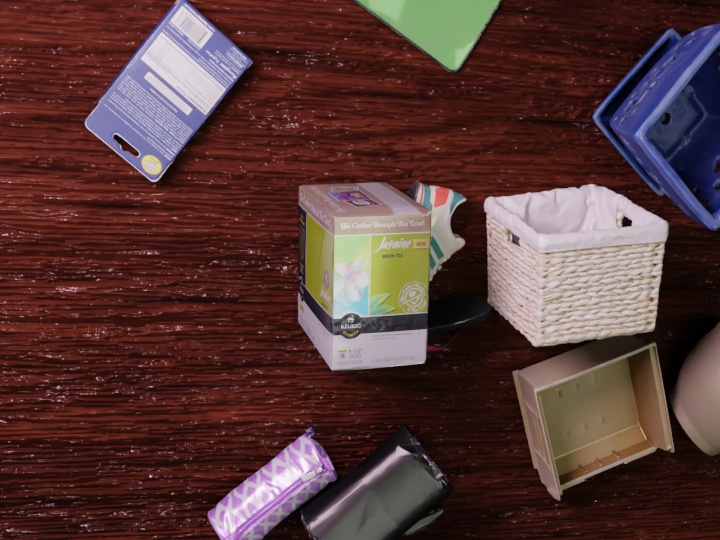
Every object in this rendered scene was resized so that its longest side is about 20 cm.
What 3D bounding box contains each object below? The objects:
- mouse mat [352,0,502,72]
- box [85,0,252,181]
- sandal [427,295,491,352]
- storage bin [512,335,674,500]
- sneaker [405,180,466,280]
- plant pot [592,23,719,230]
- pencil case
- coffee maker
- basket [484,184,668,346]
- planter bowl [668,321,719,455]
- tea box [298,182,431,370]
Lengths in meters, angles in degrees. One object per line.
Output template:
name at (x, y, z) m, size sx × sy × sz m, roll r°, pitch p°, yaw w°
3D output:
mouse mat at (0.094, -0.381, 1.497) m, size 0.198 × 0.008 × 0.162 m, roll 32°, pitch 94°, yaw -23°
box at (-0.244, -0.226, 1.422) m, size 0.121 × 0.032 × 0.201 m, roll 39°, pitch 89°, yaw -22°
sandal at (0.092, 0.089, 1.592) m, size 0.197 × 0.075 × 0.046 m, roll -22°, pitch 117°, yaw -2°
storage bin at (0.349, 0.217, 1.688) m, size 0.197 × 0.094 × 0.202 m, roll -20°, pitch 109°, yaw -11°
sneaker at (0.099, -0.019, 1.560) m, size 0.092 × 0.070 × 0.204 m, roll 6°, pitch 100°, yaw -12°
plant pot at (0.453, -0.207, 1.559) m, size 0.200 × 0.180 × 0.200 m, roll 42°, pitch 90°, yaw -23°
pencil case at (-0.120, 0.316, 1.577) m, size 0.199 × 0.086 × 0.084 m, roll -39°, pitch 113°, yaw -3°
coffee maker at (0.018, 0.318, 1.567) m, size 0.199 × 0.192 × 0.135 m, roll -40°, pitch 68°, yaw -4°
basket at (0.292, -0.011, 1.557) m, size 0.196 × 0.198 × 0.164 m, roll -7°, pitch 111°, yaw -15°
planter bowl at (0.554, 0.195, 1.707) m, size 0.134 × 0.202 × 0.200 m, roll -38°, pitch 115°, yaw 25°
tea box at (0.000, 0.000, 1.466) m, size 0.131 × 0.200 × 0.201 m, roll -4°, pitch 106°, yaw -15°
